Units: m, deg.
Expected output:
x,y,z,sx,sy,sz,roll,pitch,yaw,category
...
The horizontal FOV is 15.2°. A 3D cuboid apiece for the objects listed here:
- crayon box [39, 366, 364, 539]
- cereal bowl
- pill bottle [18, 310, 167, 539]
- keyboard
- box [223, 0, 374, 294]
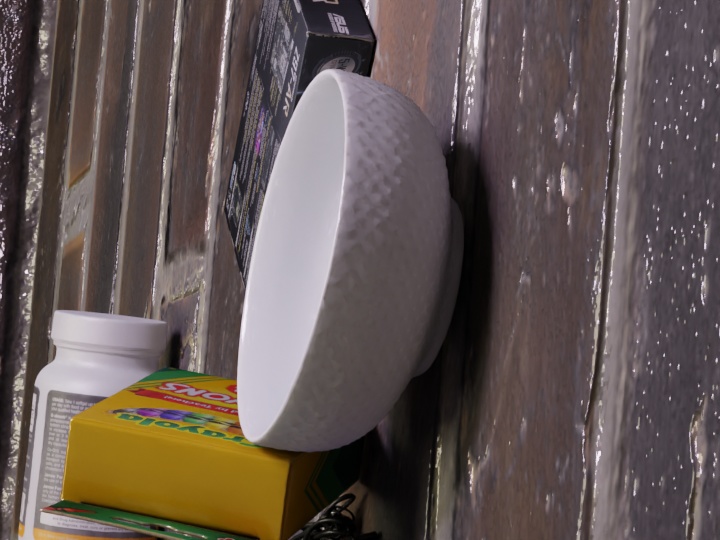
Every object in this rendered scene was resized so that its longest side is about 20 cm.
x,y,z,sx,sy,sz,roll,pitch,yaw,category
-0.080,0.102,1.472,0.200,0.126,0.051,-32,-49,-74,crayon box
0.000,0.000,1.404,0.200,0.083,0.201,-169,90,-76,cereal bowl
-0.214,0.137,2.215,0.116,0.116,0.201,-169,86,-77,pill bottle
-0.033,0.193,1.578,0.200,0.039,0.105,132,141,-67,keyboard
-0.043,-0.090,1.730,0.160,0.043,0.201,-110,28,-61,box
